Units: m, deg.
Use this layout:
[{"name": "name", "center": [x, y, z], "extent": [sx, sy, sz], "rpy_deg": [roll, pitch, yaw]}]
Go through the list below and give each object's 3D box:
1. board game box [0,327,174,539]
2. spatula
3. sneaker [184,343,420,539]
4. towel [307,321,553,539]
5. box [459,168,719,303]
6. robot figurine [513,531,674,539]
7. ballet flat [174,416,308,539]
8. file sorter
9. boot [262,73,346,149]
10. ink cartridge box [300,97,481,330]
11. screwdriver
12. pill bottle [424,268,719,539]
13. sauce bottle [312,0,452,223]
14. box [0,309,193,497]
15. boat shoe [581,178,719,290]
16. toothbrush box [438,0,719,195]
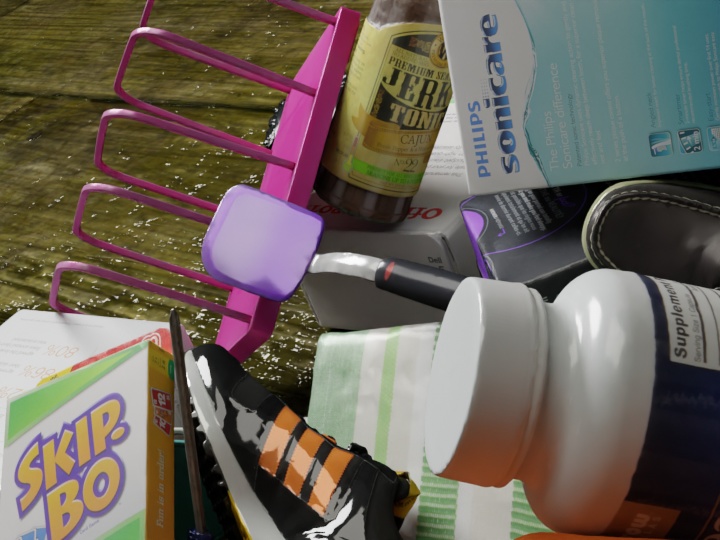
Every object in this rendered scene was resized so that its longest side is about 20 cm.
[{"name": "board game box", "center": [-0.131, 0.123, 0.771], "extent": [0.095, 0.030, 0.202], "rpy_deg": [-22, 50, 25]}, {"name": "spatula", "center": [0.000, 0.000, 0.839], "extent": [0.198, 0.021, 0.057], "rpy_deg": [15, 72, 35]}, {"name": "sneaker", "center": [-0.021, 0.108, 0.779], "extent": [0.089, 0.070, 0.201], "rpy_deg": [-20, 50, -14]}, {"name": "towel", "center": [0.058, 0.096, 0.783], "extent": [0.198, 0.023, 0.154], "rpy_deg": [-7, 65, 31]}, {"name": "box", "center": [0.169, -0.006, 0.874], "extent": [0.198, 0.107, 0.123], "rpy_deg": [-21, 26, 2]}, {"name": "robot figurine", "center": [0.112, 0.159, 0.601], "extent": [0.198, 0.143, 0.118], "rpy_deg": [-3, 71, 35]}, {"name": "ballet flat", "center": [-0.070, 0.110, 0.871], "extent": [0.197, 0.070, 0.070], "rpy_deg": [-7, 24, -12]}, {"name": "file sorter", "center": [-0.098, -0.061, 0.965], "extent": [0.139, 0.124, 0.202], "rpy_deg": [139, 148, -71]}, {"name": "boot", "center": [0.000, -0.109, 1.239], "extent": [0.161, 0.074, 0.198], "rpy_deg": [-5, 24, 27]}, {"name": "ink cartridge box", "center": [0.065, -0.046, 1.056], "extent": [0.144, 0.085, 0.200], "rpy_deg": [3, 36, 43]}, {"name": "screwdriver", "center": [-0.079, 0.109, 0.755], "extent": [0.029, 0.202, 0.028], "rpy_deg": [-28, 36, -31]}, {"name": "pill bottle", "center": [0.132, 0.062, 0.673], "extent": [0.198, 0.112, 0.111], "rpy_deg": [11, 25, -9]}, {"name": "sauce bottle", "center": [0.029, -0.128, 0.928], "extent": [0.064, 0.202, 0.065], "rpy_deg": [16, 21, -6]}, {"name": "box", "center": [-0.192, 0.124, 0.916], "extent": [0.151, 0.107, 0.200], "rpy_deg": [4, 36, 40]}, {"name": "boat shoe", "center": [0.199, 0.008, 0.760], "extent": [0.198, 0.074, 0.065], "rpy_deg": [21, 3, 9]}, {"name": "toothbrush box", "center": [0.145, -0.124, 0.810], "extent": [0.198, 0.148, 0.085], "rpy_deg": [-6, 8, 30]}]
